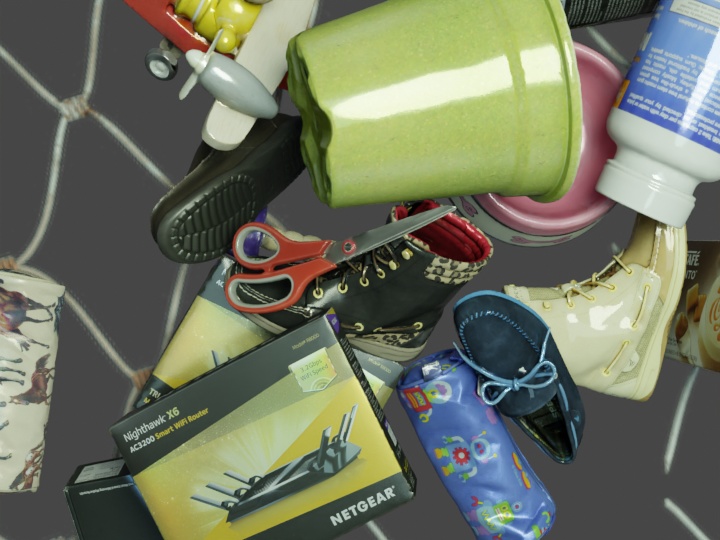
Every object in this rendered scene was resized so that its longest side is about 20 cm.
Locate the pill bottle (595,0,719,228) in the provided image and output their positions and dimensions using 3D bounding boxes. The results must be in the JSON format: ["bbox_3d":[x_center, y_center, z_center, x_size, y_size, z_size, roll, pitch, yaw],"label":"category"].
[{"bbox_3d":[0.273,-0.144,0.862,0.110,0.112,0.203,22,102,-6],"label":"pill bottle"}]

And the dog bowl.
[{"bbox_3d":[0.168,-0.122,0.951,0.196,0.074,0.204,0,93,-5],"label":"dog bowl"}]

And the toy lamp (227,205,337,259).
[{"bbox_3d":[-0.040,-0.021,0.943,0.196,0.058,0.059,11,91,-8],"label":"toy lamp"}]

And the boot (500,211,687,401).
[{"bbox_3d":[0.208,0.017,0.954,0.152,0.073,0.204,6,107,-4],"label":"boot"}]

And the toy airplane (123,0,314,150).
[{"bbox_3d":[-0.081,-0.205,0.876,0.196,0.142,0.202,-19,64,-25],"label":"toy airplane"}]

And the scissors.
[{"bbox_3d":[-0.018,-0.008,0.814,0.196,0.014,0.075,-5,81,19],"label":"scissors"}]

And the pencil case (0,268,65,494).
[{"bbox_3d":[-0.314,0.094,0.908,0.088,0.078,0.204,8,92,-26],"label":"pencil case"}]

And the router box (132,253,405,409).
[{"bbox_3d":[-0.081,0.103,0.944,0.198,0.052,0.159,31,89,-6],"label":"router box"}]

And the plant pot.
[{"bbox_3d":[0.044,-0.132,0.794,0.181,0.200,0.204,-13,93,-11],"label":"plant pot"}]

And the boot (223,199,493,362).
[{"bbox_3d":[0.000,0.000,0.866,0.197,0.151,0.074,20,46,-21],"label":"boot"}]

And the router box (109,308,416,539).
[{"bbox_3d":[-0.076,0.147,0.828,0.198,0.052,0.159,-28,92,6],"label":"router box"}]

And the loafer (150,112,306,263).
[{"bbox_3d":[-0.119,-0.076,0.897,0.070,0.200,0.074,22,132,24],"label":"loafer"}]

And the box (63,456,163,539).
[{"bbox_3d":[-0.142,0.234,0.914,0.196,0.044,0.163,-11,105,6],"label":"box"}]

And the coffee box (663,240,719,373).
[{"bbox_3d":[0.338,0.036,0.910,0.078,0.200,0.117,12,91,-7],"label":"coffee box"}]

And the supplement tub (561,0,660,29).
[{"bbox_3d":[0.202,-0.280,0.925,0.196,0.122,0.125,-10,93,-6],"label":"supplement tub"}]

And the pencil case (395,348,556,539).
[{"bbox_3d":[0.108,0.164,0.951,0.086,0.078,0.202,-26,96,29],"label":"pencil case"}]

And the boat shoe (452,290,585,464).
[{"bbox_3d":[0.149,0.095,0.899,0.083,0.069,0.200,-28,126,28],"label":"boat shoe"}]
